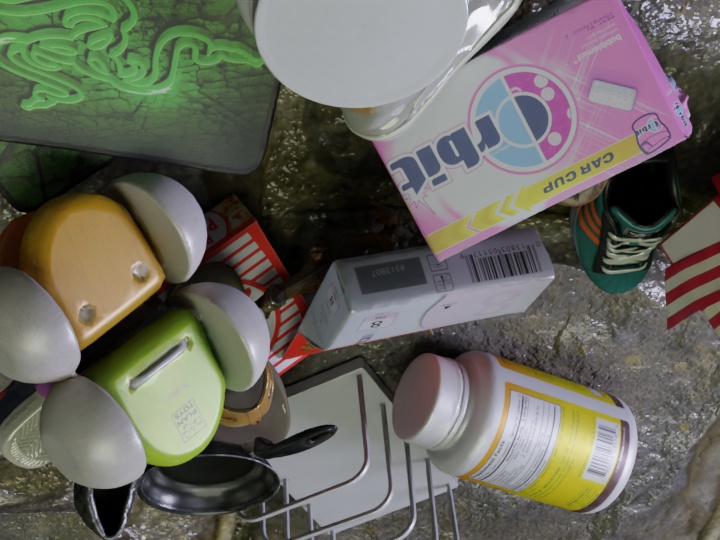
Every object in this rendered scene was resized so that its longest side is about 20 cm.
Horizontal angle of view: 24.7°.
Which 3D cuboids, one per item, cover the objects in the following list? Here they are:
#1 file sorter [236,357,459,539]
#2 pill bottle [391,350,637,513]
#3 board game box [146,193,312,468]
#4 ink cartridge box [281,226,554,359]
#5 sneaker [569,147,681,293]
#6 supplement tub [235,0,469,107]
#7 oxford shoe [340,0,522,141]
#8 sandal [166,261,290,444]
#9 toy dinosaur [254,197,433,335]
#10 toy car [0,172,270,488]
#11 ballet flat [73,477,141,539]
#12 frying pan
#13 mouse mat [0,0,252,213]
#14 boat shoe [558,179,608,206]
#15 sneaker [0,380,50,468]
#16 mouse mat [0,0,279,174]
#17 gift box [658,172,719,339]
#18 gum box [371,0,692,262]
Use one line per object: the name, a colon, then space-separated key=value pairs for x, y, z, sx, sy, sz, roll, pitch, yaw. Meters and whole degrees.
file sorter: x=-0.010 y=0.202 z=1.456 sx=0.138 sy=0.125 sz=0.200 roll=-22 pitch=134 yaw=16
pill bottle: x=0.131 y=0.135 z=1.415 sx=0.200 sy=0.109 sz=0.109 roll=20 pitch=130 yaw=-24
board game box: x=-0.141 y=0.055 z=1.292 sx=0.200 sy=0.046 sz=0.152 roll=-36 pitch=134 yaw=-6
ink cartridge box: x=0.038 y=0.037 z=1.249 sx=0.162 sy=0.057 sz=0.200 roll=-10 pitch=156 yaw=-19
sneaker: x=0.204 y=-0.042 z=1.263 sx=0.071 sy=0.080 sz=0.200 roll=-6 pitch=136 yaw=-2
supplement tub: x=-0.008 y=-0.207 z=0.986 sx=0.144 sy=0.200 sz=0.145 roll=-3 pitch=136 yaw=-3
oxford shoe: x=0.052 y=-0.174 z=1.065 sx=0.200 sy=0.075 sz=0.058 roll=-54 pitch=151 yaw=-3
sandal: x=-0.098 y=0.080 z=1.267 sx=0.080 sy=0.054 sz=0.200 roll=-27 pitch=134 yaw=-15
toy dinosaur: x=0.000 y=0.000 z=1.305 sx=0.200 sy=0.060 sz=0.106 roll=0 pitch=141 yaw=-40
toy car: x=-0.176 y=0.043 z=1.120 sx=0.150 sy=0.175 sz=0.200 roll=-10 pitch=114 yaw=52
ballet flat: x=-0.173 y=0.110 z=1.235 sx=0.066 sy=0.057 sz=0.200 roll=-1 pitch=117 yaw=-29
frying pan: x=-0.106 y=0.147 z=1.282 sx=0.115 sy=0.031 sz=0.190 roll=9 pitch=145 yaw=-23
mouse mat: x=-0.187 y=-0.148 z=1.092 sx=0.200 sy=0.008 sz=0.161 roll=-33 pitch=117 yaw=-2
boat shoe: x=0.086 y=-0.110 z=1.188 sx=0.200 sy=0.065 sz=0.072 roll=24 pitch=108 yaw=-3
sneaker: x=-0.221 y=0.070 z=1.341 sx=0.200 sy=0.085 sz=0.075 roll=-35 pitch=133 yaw=-6
mouse mat: x=-0.145 y=-0.151 z=1.087 sx=0.199 sy=0.008 sz=0.161 roll=7 pitch=109 yaw=-18
gift box: x=0.346 y=0.011 z=1.224 sx=0.187 sy=0.185 sz=0.200 roll=1 pitch=138 yaw=-51
gum box: x=0.115 y=-0.105 z=1.116 sx=0.200 sy=0.066 sz=0.114 roll=-27 pitch=103 yaw=13
